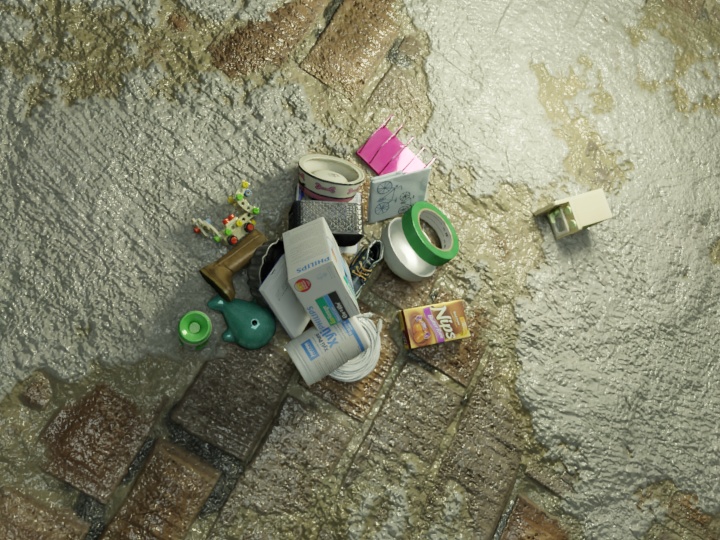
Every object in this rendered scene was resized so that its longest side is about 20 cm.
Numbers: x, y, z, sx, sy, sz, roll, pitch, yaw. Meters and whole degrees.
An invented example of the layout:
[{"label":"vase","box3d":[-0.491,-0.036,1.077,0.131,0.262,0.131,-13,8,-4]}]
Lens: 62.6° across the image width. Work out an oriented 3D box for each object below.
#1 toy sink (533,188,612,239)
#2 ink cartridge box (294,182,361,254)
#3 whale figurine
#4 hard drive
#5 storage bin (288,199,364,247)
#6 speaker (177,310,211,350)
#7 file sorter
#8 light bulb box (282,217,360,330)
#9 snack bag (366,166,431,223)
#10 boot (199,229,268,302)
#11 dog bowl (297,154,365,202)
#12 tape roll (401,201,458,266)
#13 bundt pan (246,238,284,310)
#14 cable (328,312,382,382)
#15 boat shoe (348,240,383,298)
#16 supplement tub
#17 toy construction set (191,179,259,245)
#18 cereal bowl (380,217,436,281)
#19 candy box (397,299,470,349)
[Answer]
[{"label":"toy sink","box3d":[0.701,-0.179,1.958,0.198,0.130,0.113,-15,83,-20]},{"label":"ink cartridge box","box3d":[-0.103,-0.148,1.765,0.198,0.047,0.200,8,75,-16]},{"label":"whale figurine","box3d":[-0.320,0.125,1.607,0.200,0.104,0.159,42,71,-3]},{"label":"hard drive","box3d":[-0.190,0.073,1.588,0.132,0.025,0.201,-60,140,-34]},{"label":"storage bin","box3d":[-0.098,-0.129,1.666,0.198,0.135,0.095,1,78,-15]},{"label":"speaker","box3d":[-0.426,0.156,1.518,0.088,0.200,0.089,3,77,-15]},{"label":"file sorter","box3d":[0.115,-0.360,1.830,0.200,0.125,0.139,43,71,-3]},{"label":"light bulb box","box3d":[-0.104,0.008,1.541,0.124,0.199,0.201,-22,39,5]},{"label":"snack bag","box3d":[0.115,-0.230,1.770,0.198,0.189,0.022,-17,57,-13]},{"label":"boot","box3d":[-0.325,-0.021,1.619,0.199,0.066,0.175,-38,47,-19]},{"label":"dog bowl","box3d":[-0.091,-0.265,1.728,0.198,0.201,0.074,7,120,-14]},{"label":"tape roll","box3d":[0.213,-0.112,1.795,0.199,0.048,0.202,26,45,-30]},{"label":"bundt pan","box3d":[-0.234,0.010,1.603,0.201,0.075,0.204,-14,106,-57]},{"label":"cable","box3d":[-0.040,0.216,1.688,0.198,0.069,0.202,7,77,-14]},{"label":"boat shoe","box3d":[0.000,0.000,1.676,0.071,0.091,0.201,33,58,-15]},{"label":"supplement tub","box3d":[-0.087,0.201,1.575,0.199,0.132,0.133,-32,88,-11]},{"label":"toy construction set","box3d":[-0.369,-0.148,1.660,0.199,0.092,0.132,-37,112,-13]},{"label":"cereal bowl","box3d":[0.132,-0.053,1.771,0.199,0.083,0.202,25,47,-31]},{"label":"candy box","box3d":[0.222,0.162,1.783,0.198,0.056,0.118,-9,80,-19]}]
